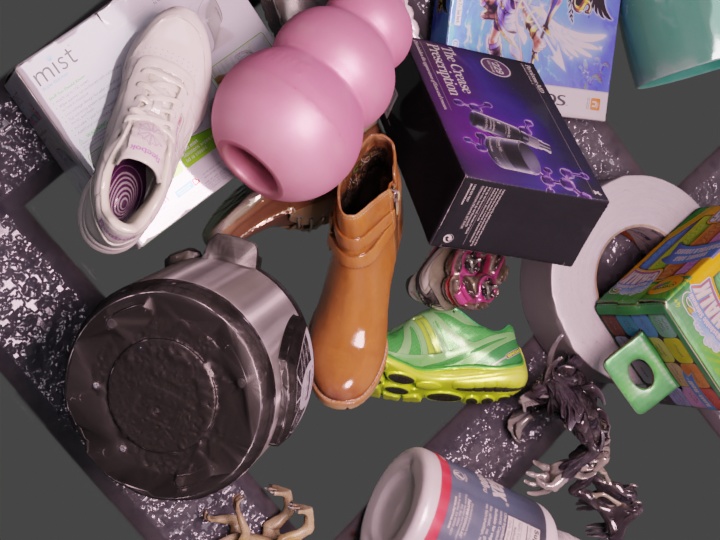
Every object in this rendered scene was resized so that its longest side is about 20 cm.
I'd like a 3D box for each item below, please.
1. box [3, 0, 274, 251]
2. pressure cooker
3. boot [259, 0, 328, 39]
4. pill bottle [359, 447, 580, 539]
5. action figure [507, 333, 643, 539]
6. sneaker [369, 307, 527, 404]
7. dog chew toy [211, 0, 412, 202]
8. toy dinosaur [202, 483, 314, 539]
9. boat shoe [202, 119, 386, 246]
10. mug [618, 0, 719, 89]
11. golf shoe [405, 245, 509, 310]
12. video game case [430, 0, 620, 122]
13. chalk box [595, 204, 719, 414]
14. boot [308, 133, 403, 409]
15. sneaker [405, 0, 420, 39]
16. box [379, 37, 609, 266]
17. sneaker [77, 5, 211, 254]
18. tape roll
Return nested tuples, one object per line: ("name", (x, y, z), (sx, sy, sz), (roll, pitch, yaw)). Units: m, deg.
("box", (-0.167, -0.146, 1.130), (0.199, 0.097, 0.177), (-39, 101, -18))
("pressure cooker", (-0.129, 0.076, 1.089), (0.175, 0.200, 0.180), (-34, 91, 13))
("boot", (-0.024, -0.245, 1.147), (0.131, 0.070, 0.201), (-33, 104, 6))
("pill bottle", (0.110, 0.252, 1.215), (0.198, 0.119, 0.121), (27, 79, -19))
("action figure", (0.189, 0.159, 1.238), (0.101, 0.119, 0.201), (-22, 115, 13))
("sneaker", (0.057, 0.073, 1.236), (0.197, 0.074, 0.085), (8, 59, -17))
("dog chew toy", (-0.029, -0.152, 1.075), (0.124, 0.124, 0.201), (43, 69, -15))
("toy dinosaur", (-0.075, 0.248, 1.187), (0.197, 0.058, 0.102), (12, 99, -13))
("boat shoe", (-0.049, -0.069, 1.188), (0.199, 0.076, 0.072), (-37, 103, -17))
("mug", (0.326, -0.253, 1.311), (0.150, 0.185, 0.116), (-15, 91, 3))
("golf shoe", (0.116, -0.041, 1.244), (0.200, 0.092, 0.073), (-45, 117, -32))
("video game case", (0.159, -0.250, 1.271), (0.179, 0.045, 0.203), (3, 98, -22))
("chalk box", (0.311, 0.045, 1.227), (0.200, 0.124, 0.125), (-41, 102, -18))
("boot", (0.000, 0.000, 1.124), (0.076, 0.156, 0.202), (15, 61, 7))
("sneaker", (-0.016, -0.249, 1.216), (0.082, 0.075, 0.201), (-36, 92, -7))
("box", (0.107, -0.104, 1.149), (0.140, 0.201, 0.079), (10, 129, -26))
("sneaker", (-0.156, -0.109, 1.032), (0.074, 0.099, 0.203), (19, 82, -18))
("tape roll", (0.258, 0.010, 1.309), (0.198, 0.066, 0.203), (1, 88, -22))
